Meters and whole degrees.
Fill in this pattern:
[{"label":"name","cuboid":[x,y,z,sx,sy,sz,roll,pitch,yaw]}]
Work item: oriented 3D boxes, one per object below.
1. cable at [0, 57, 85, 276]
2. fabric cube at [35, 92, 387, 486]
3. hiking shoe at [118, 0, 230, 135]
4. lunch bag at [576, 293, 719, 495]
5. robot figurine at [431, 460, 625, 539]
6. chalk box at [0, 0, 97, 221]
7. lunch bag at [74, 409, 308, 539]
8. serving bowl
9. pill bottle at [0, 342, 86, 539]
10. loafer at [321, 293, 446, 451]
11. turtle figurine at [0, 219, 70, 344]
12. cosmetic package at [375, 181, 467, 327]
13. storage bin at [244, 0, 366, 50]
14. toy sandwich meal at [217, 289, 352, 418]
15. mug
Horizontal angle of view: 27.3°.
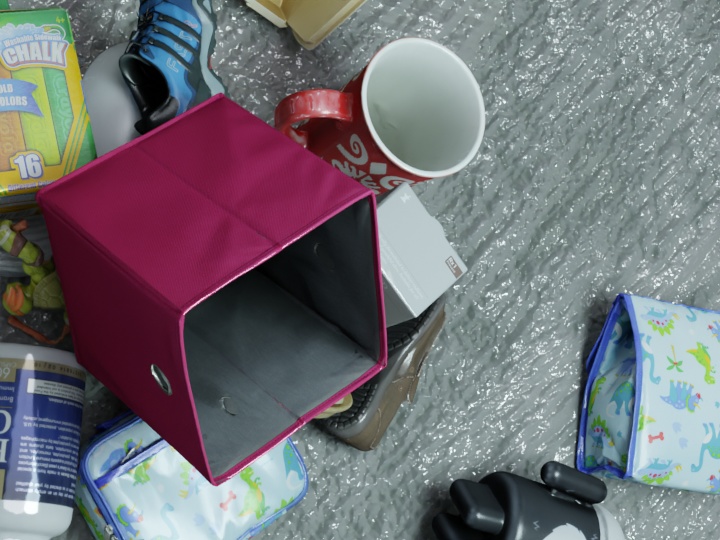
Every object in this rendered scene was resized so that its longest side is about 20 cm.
[{"label":"cable","cuboid":[-0.320,-0.094,1.357,0.198,0.069,0.202,-3,81,-27]},{"label":"fabric cube","cuboid":[-0.118,0.010,1.211,0.199,0.199,0.197,-33,140,-28]},{"label":"hiking shoe","cuboid":[-0.175,-0.202,1.320,0.086,0.074,0.201,2,62,-43]},{"label":"lunch bag","cuboid":[0.338,0.136,1.615,0.169,0.127,0.202,11,84,-25]},{"label":"robot figurine","cuboid":[0.174,0.277,1.498,0.199,0.150,0.126,21,55,-22]},{"label":"chalk box","cuboid":[-0.311,-0.150,1.263,0.124,0.124,0.202,-11,85,-28]},{"label":"lunch bag","cuboid":[-0.161,0.189,1.372,0.199,0.082,0.162,-29,90,-30]},{"label":"serving bowl","cuboid":[-0.176,-0.121,1.392,0.199,0.065,0.202,16,70,-52]},{"label":"pill bottle","cuboid":[-0.301,0.171,1.284,0.110,0.111,0.202,9,75,-25]},{"label":"loafer","cuboid":[0.027,0.099,1.504,0.200,0.073,0.071,-54,139,-27]},{"label":"turtle figurine","cuboid":[-0.254,-0.005,1.293,0.160,0.200,0.065,-29,53,-4]},{"label":"cosmetic package","cuboid":[0.000,0.000,1.426,0.090,0.200,0.107,-41,98,-28]},{"label":"storage bin","cuboid":[-0.063,-0.337,1.430,0.200,0.198,0.094,27,29,-49]},{"label":"toy sandwich meal","cuboid":[-0.086,0.064,1.379,0.204,0.205,0.071,22,101,-22]},{"label":"mug","cuboid":[0.000,-0.145,1.458,0.177,0.200,0.134,32,67,-17]}]
